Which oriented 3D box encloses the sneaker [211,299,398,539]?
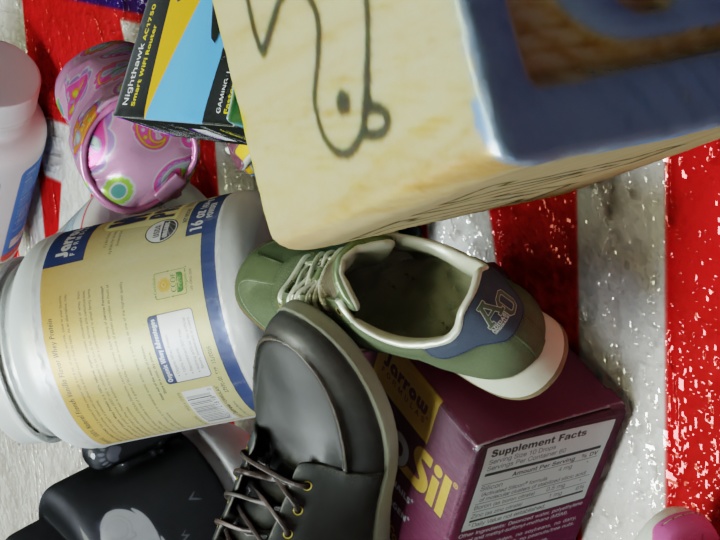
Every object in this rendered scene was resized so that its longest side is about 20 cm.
[{"bbox_3d":[-0.040,0.116,0.929,0.075,0.106,0.201,28,139,37],"label":"sneaker"}]

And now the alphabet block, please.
[{"bbox_3d":[0.063,-0.132,0.827,0.200,0.195,0.197,-20,82,59],"label":"alphabet block"}]

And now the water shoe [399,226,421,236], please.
[{"bbox_3d":[0.000,0.000,1.089,0.078,0.072,0.201,-7,118,24],"label":"water shoe"}]

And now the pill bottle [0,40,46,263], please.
[{"bbox_3d":[-0.329,-0.098,1.556,0.113,0.112,0.201,58,143,29],"label":"pill bottle"}]

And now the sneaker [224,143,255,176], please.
[{"bbox_3d":[-0.076,-0.107,1.176,0.200,0.074,0.091,22,114,55],"label":"sneaker"}]

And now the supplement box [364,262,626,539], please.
[{"bbox_3d":[0.049,0.118,1.025,0.131,0.103,0.201,50,139,39],"label":"supplement box"}]

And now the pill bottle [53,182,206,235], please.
[{"bbox_3d":[-0.186,0.006,1.362,0.200,0.108,0.110,-34,72,58],"label":"pill bottle"}]

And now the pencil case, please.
[{"bbox_3d":[-0.162,-0.103,1.257,0.200,0.087,0.088,-128,35,-69],"label":"pencil case"}]

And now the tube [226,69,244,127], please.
[{"bbox_3d":[-0.001,-0.083,0.946,0.050,0.199,0.078,-11,69,36],"label":"tube"}]

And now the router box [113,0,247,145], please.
[{"bbox_3d":[-0.066,-0.176,1.076,0.149,0.051,0.202,10,82,55],"label":"router box"}]

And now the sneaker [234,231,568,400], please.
[{"bbox_3d":[0.004,0.006,0.921,0.199,0.090,0.068,14,73,35],"label":"sneaker"}]

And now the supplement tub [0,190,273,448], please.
[{"bbox_3d":[-0.137,0.036,1.177,0.198,0.144,0.146,-12,91,16],"label":"supplement tub"}]

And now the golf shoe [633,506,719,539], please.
[{"bbox_3d":[0.128,0.188,0.955,0.092,0.075,0.201,53,140,40],"label":"golf shoe"}]

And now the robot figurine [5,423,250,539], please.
[{"bbox_3d":[-0.147,0.183,1.274,0.125,0.199,0.150,56,152,17],"label":"robot figurine"}]
